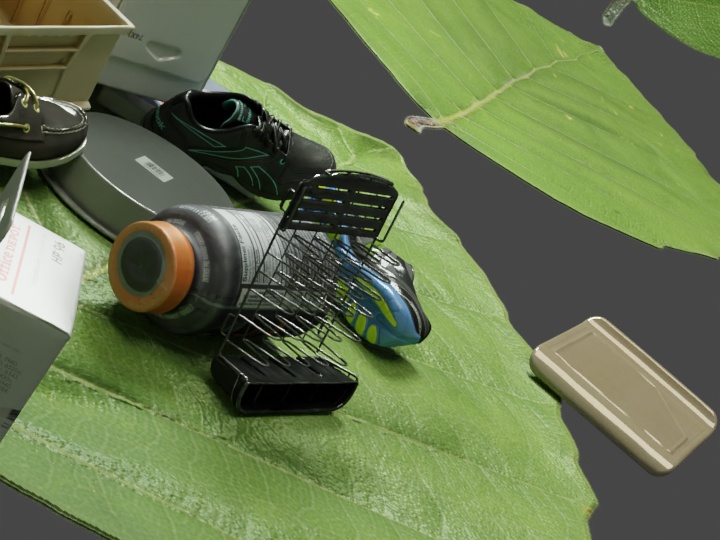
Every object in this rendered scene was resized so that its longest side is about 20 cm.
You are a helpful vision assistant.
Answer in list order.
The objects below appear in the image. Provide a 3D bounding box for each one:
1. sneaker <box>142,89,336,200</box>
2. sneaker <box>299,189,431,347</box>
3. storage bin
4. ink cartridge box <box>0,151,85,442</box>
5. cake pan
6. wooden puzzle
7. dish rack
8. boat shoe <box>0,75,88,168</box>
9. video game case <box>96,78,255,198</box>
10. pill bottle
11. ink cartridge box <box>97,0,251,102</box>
[{"bbox_3d":[-0.107,-0.123,1.810,0.199,0.079,0.076,12,57,-26],"label":"sneaker"},{"bbox_3d":[0.000,0.000,1.781,0.083,0.071,0.200,18,31,-52],"label":"sneaker"},{"bbox_3d":[-0.344,-0.233,1.646,0.200,0.094,0.198,45,31,26],"label":"storage bin"},{"bbox_3d":[-0.223,0.042,1.115,0.068,0.200,0.116,29,21,-17],"label":"ink cartridge box"},{"bbox_3d":[-0.192,-0.075,1.670,0.200,0.037,0.200,31,20,-13],"label":"cake pan"},{"bbox_3d":[0.275,0.133,1.975,0.185,0.037,0.200,41,25,13],"label":"wooden puzzle"},{"bbox_3d":[-0.032,0.016,1.498,0.054,0.201,0.153,35,17,30],"label":"dish rack"},{"bbox_3d":[-0.298,-0.125,1.533,0.201,0.061,0.072,-6,41,-47],"label":"boat shoe"},{"bbox_3d":[-0.172,-0.162,1.921,0.182,0.023,0.200,32,20,-11],"label":"video game case"},{"bbox_3d":[-0.114,0.001,1.527,0.106,0.106,0.200,46,22,28],"label":"pill bottle"},{"bbox_3d":[-0.231,-0.277,1.819,0.146,0.146,0.200,12,25,-49],"label":"ink cartridge box"}]
